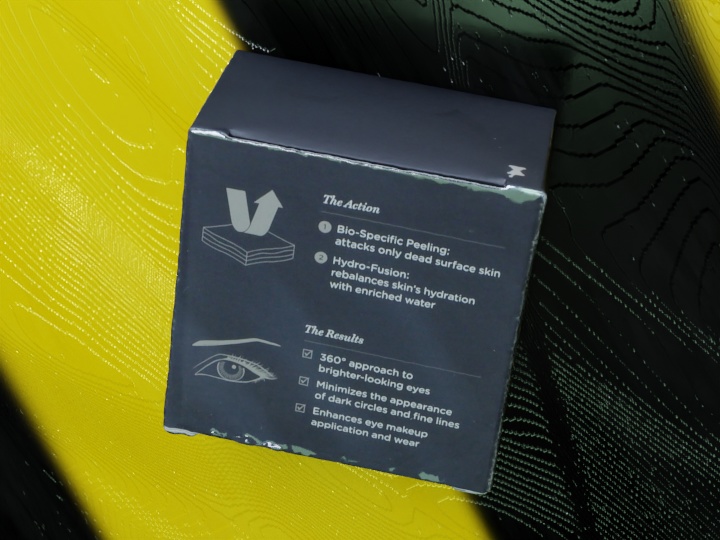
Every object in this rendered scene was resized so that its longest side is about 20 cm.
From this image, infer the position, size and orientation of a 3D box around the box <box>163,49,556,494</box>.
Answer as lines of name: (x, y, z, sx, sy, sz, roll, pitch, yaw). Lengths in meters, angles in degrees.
box: (0.000, 0.000, 1.115, 0.195, 0.118, 0.201, 11, 120, 5)
